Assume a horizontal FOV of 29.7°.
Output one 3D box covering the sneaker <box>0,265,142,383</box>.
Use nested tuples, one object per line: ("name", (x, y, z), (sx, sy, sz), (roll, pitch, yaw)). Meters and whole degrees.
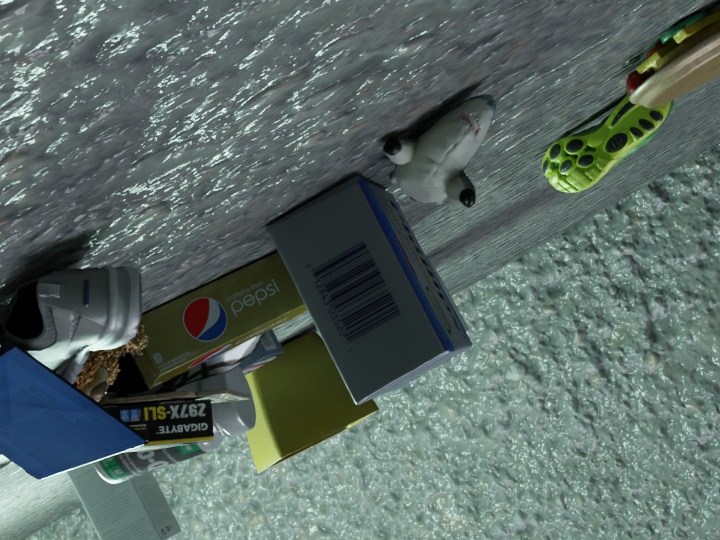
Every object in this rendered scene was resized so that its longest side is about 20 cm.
("sneaker", (-0.231, 0.035, 0.975), (0.081, 0.075, 0.200), (12, 153, -32))

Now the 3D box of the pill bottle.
("pill bottle", (-0.240, 0.186, 1.708), (0.199, 0.114, 0.113), (-21, 175, 11))

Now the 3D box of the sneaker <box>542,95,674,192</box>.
("sneaker", (0.316, -0.161, 1.709), (0.199, 0.075, 0.083), (-34, 168, 36))

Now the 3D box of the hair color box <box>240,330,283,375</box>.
("hair color box", (-0.210, 0.136, 1.808), (0.199, 0.061, 0.099), (-30, 174, 12))

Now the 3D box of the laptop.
("laptop", (-0.294, 0.122, 0.967), (0.199, 0.117, 0.187), (-23, 179, -41))

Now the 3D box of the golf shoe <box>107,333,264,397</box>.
("golf shoe", (-0.190, 0.089, 1.456), (0.199, 0.078, 0.094), (-32, 173, 16))

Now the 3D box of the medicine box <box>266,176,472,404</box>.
("medicine box", (0.014, 0.019, 1.305), (0.102, 0.183, 0.200), (-29, 174, 9))

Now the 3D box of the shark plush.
("shark plush", (0.076, -0.098, 1.214), (0.084, 0.090, 0.200), (-58, 174, -11))

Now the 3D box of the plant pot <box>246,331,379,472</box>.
("plant pot", (-0.113, 0.224, 2.390), (0.199, 0.177, 0.200), (-24, 172, -21))

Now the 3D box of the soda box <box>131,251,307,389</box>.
("soda box", (-0.138, 0.045, 1.388), (0.199, 0.064, 0.068), (-27, 173, -23))

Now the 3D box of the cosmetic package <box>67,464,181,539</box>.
("cosmetic package", (-0.376, 0.348, 2.122), (0.101, 0.201, 0.071), (-30, 174, 19))

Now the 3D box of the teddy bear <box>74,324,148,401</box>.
("teddy bear", (-0.265, 0.103, 1.273), (0.144, 0.067, 0.200), (-28, 175, -31))

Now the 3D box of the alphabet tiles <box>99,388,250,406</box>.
("alphabet tiles", (-0.216, 0.142, 1.475), (0.166, 0.008, 0.200), (-6, 172, 3))

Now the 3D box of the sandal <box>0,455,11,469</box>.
("sandal", (-0.474, 0.249, 1.569), (0.081, 0.055, 0.200), (-31, 173, 23))

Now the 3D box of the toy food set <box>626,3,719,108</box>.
("toy food set", (0.372, -0.239, 1.446), (0.199, 0.049, 0.198), (-26, 173, -25))

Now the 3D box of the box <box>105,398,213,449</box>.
("box", (-0.265, 0.174, 1.470), (0.158, 0.050, 0.200), (0, 171, -26))

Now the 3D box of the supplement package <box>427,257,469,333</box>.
("supplement package", (0.062, 0.100, 2.331), (0.190, 0.148, 0.200), (-28, 173, -7))
